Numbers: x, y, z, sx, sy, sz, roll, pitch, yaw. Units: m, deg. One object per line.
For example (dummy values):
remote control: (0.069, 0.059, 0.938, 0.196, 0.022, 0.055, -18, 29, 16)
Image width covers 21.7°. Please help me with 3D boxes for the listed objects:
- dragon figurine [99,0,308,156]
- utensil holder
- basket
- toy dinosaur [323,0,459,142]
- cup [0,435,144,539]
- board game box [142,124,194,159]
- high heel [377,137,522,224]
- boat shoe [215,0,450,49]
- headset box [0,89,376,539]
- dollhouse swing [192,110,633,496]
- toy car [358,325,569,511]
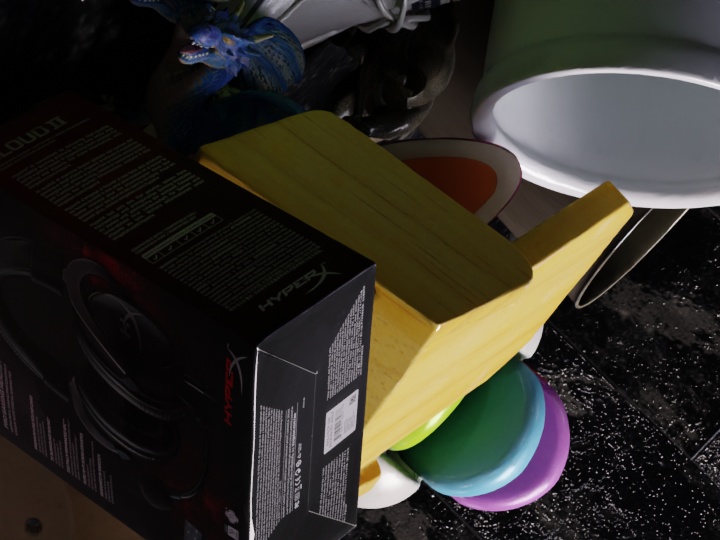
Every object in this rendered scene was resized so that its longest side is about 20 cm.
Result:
dragon figurine: (-0.050, -0.075, 0.866, 0.099, 0.059, 0.200, -32, 150, 23)
utensil holder: (0.153, -0.156, 0.970, 0.170, 0.169, 0.201, 100, -1, -72)
basket: (0.108, -0.096, 1.130, 0.136, 0.200, 0.180, -44, 169, -3)
toy dinosaur: (0.018, -0.103, 1.014, 0.102, 0.077, 0.200, -29, 148, -46)
cup: (-0.198, 0.144, 0.959, 0.200, 0.200, 0.143, -45, -171, -1)
board game box: (-0.125, -0.016, 0.986, 0.200, 0.034, 0.135, -43, 170, -14)
high heel: (-0.011, -0.024, 0.997, 0.199, 0.068, 0.096, -16, -179, 3)
boat shoe: (0.013, -0.151, 0.907, 0.200, 0.070, 0.071, -41, 168, -11)
headset box: (-0.094, 0.027, 0.803, 0.077, 0.200, 0.149, -35, 143, -39)
dollhouse swing: (0.000, 0.000, 0.915, 0.176, 0.182, 0.200, -50, 175, -40)
toy car: (0.063, 0.086, 1.188, 0.175, 0.150, 0.200, -49, -179, 0)
